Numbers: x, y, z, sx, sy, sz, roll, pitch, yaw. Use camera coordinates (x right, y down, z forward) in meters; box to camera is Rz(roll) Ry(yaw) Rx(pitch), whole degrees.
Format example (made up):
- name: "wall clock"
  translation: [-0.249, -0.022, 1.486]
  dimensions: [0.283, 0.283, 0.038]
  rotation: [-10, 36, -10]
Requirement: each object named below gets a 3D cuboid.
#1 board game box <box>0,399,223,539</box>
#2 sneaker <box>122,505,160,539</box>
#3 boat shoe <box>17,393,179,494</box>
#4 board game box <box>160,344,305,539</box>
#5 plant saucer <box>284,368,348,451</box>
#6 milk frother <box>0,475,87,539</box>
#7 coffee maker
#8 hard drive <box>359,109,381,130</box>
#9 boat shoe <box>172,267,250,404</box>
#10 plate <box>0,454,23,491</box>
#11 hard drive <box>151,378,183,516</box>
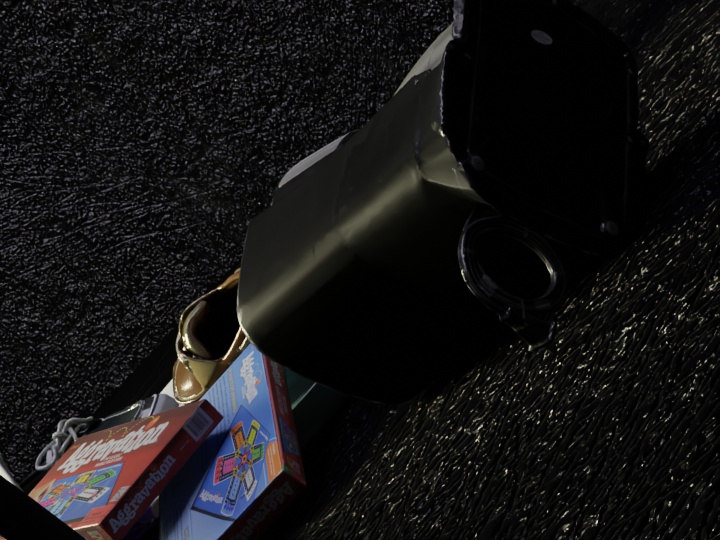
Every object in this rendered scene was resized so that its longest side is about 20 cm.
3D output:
- name: "board game box"
  translation: [-0.165, 0.135, 1.123]
  dimensions: [0.103, 0.019, 0.200]
  rotation: [-49, 15, -30]
- name: "sneaker"
  translation: [-0.137, 0.186, 1.124]
  dimensions: [0.083, 0.081, 0.200]
  rotation: [-31, 13, 2]
- name: "boat shoe"
  translation: [-0.220, 0.152, 1.420]
  dimensions: [0.199, 0.068, 0.074]
  rotation: [-41, 20, 36]
- name: "board game box"
  translation: [-0.080, 0.115, 1.065]
  dimensions: [0.103, 0.019, 0.200]
  rotation: [-49, 18, 11]
- name: "plant saucer"
  translation: [-0.045, 0.091, 1.193]
  dimensions: [0.200, 0.027, 0.200]
  rotation: [-47, 6, 6]
- name: "milk frother"
  translation: [-0.221, 0.207, 0.921]
  dimensions: [0.181, 0.188, 0.200]
  rotation: [-48, 6, 8]
- name: "coffee maker"
  translation: [0.027, -0.019, 0.869]
  dimensions: [0.200, 0.135, 0.192]
  rotation: [-43, 9, 47]
- name: "hard drive"
  translation: [0.054, -0.095, 1.343]
  dimensions: [0.200, 0.042, 0.135]
  rotation: [-42, -23, -5]
- name: "boat shoe"
  translation: [-0.091, 0.041, 1.239]
  dimensions: [0.200, 0.074, 0.076]
  rotation: [-41, 51, 51]
- name: "plate"
  translation: [-0.307, 0.235, 1.418]
  dimensions: [0.200, 0.032, 0.200]
  rotation: [34, 107, 63]
- name: "hard drive"
  translation: [-0.159, 0.153, 1.418]
  dimensions: [0.132, 0.026, 0.200]
  rotation: [-49, 17, 16]
